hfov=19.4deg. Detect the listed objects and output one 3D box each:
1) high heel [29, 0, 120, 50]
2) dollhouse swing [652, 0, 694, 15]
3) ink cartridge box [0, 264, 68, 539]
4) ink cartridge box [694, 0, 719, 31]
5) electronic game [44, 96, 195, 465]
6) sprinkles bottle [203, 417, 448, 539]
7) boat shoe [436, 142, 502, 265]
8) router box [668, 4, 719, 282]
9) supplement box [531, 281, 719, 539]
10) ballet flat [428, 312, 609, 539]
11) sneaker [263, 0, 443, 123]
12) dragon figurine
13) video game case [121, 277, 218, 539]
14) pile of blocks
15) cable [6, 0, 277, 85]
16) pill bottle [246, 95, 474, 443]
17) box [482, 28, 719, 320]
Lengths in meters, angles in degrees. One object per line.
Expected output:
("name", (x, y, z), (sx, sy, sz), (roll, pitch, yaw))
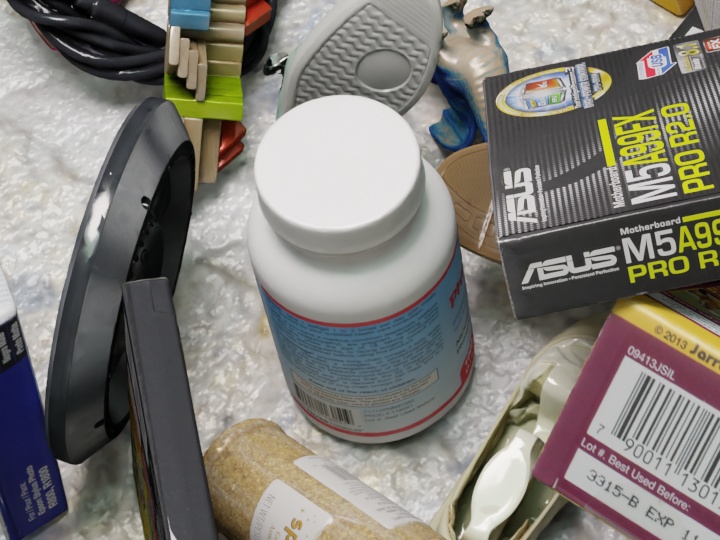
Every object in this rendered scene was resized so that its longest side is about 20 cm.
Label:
("high heel", (-0.238, -0.215, 1.350), (0.200, 0.067, 0.096), (27, 54, 19))
("dollhouse swing", (0.196, -0.310, 1.292), (0.182, 0.176, 0.200), (36, 67, 26))
("ink cartridge box", (-0.194, 0.047, 1.101), (0.041, 0.200, 0.200), (-17, 57, -10))
("ink cartridge box", (0.252, -0.157, 1.183), (0.115, 0.068, 0.200), (-10, 55, -1))
("electronic game", (-0.129, 0.006, 1.119), (0.042, 0.200, 0.200), (14, 60, 4))
("sprinkles bottle", (0.000, 0.144, 1.062), (0.068, 0.068, 0.200), (-44, 46, -19))
("boat shoe", (0.133, -0.024, 1.126), (0.200, 0.065, 0.071), (10, 80, 26))
("router box", (0.237, -0.053, 1.186), (0.200, 0.051, 0.149), (30, 65, 24))
("supplement box", (0.192, 0.079, 1.019), (0.131, 0.200, 0.103), (31, 107, 26))
("ballet flat", (0.098, 0.089, 1.114), (0.069, 0.069, 0.200), (25, 64, 21))
("sneaker", (-0.009, -0.125, 1.196), (0.074, 0.200, 0.118), (17, 50, -14))
("dragon figurine", (0.064, -0.108, 1.243), (0.059, 0.099, 0.200), (-28, 20, -8))
("video game case", (-0.089, 0.135, 1.041), (0.025, 0.181, 0.200), (-8, 56, -10))
("pile of blocks", (-0.083, -0.143, 1.238), (0.062, 0.082, 0.200), (3, 91, -8))
("cable", (-0.139, -0.194, 1.296), (0.200, 0.051, 0.163), (46, 61, 1))
("pill bottle", (0.000, 0.000, 1.104), (0.109, 0.200, 0.109), (-3, 58, 5))
("box", (0.143, -0.055, 1.015), (0.160, 0.044, 0.200), (-11, 26, 7))
